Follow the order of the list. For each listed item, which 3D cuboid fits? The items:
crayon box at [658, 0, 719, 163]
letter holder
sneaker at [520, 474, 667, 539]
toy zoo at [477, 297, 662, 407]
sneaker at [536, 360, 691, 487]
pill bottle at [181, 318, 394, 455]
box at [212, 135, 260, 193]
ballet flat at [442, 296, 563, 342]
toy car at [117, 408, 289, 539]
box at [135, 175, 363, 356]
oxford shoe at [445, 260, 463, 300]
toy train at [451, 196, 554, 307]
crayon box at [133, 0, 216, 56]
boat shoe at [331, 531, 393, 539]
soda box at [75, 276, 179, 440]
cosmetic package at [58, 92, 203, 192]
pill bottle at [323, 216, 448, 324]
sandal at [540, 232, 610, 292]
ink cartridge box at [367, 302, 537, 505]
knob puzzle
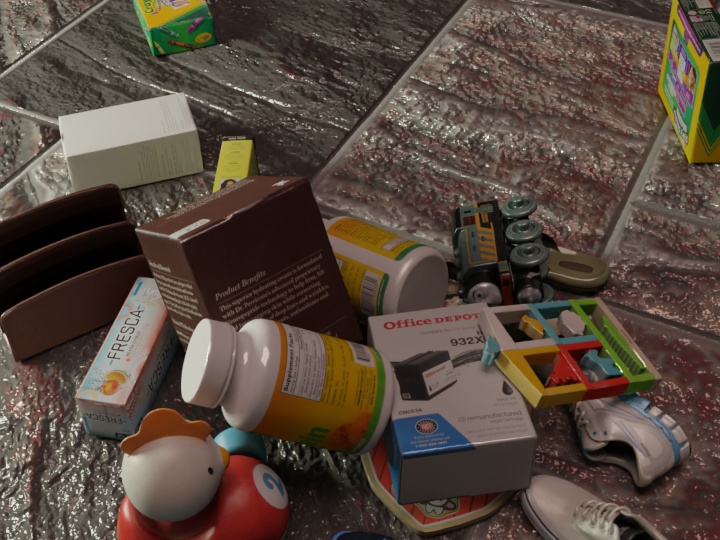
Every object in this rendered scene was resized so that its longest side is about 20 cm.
[{"bbox_3d":[0.510,-0.291,1.471,0.057,0.175,0.202,-4,43,3],"label":"crayon box"},{"bbox_3d":[-0.367,-0.004,1.219,0.197,0.144,0.101,-24,46,-23],"label":"letter holder"},{"bbox_3d":[0.248,0.257,0.968,0.198,0.072,0.073,31,51,30],"label":"sneaker"},{"bbox_3d":[0.214,0.086,1.054,0.197,0.021,0.132,-4,43,-28],"label":"toy zoo"},{"bbox_3d":[0.260,0.159,1.076,0.086,0.076,0.199,-34,51,-23],"label":"sneaker"},{"bbox_3d":[-0.074,0.113,0.984,0.197,0.112,0.112,17,37,-24],"label":"pill bottle"},{"bbox_3d":[-0.176,-0.100,1.368,0.049,0.076,0.202,-3,44,2],"label":"box"},{"bbox_3d":[0.181,0.061,1.175,0.195,0.077,0.064,-1,0,2],"label":"ballet flat"},{"bbox_3d":[-0.159,0.204,0.945,0.173,0.202,0.186,-10,43,-9],"label":"toy car"},{"bbox_3d":[-0.126,0.017,1.107,0.164,0.203,0.163,-27,18,-25],"label":"box"},{"bbox_3d":[0.063,0.006,1.256,0.197,0.058,0.076,16,49,21],"label":"oxford shoe"},{"bbox_3d":[0.169,-0.018,1.184,0.112,0.086,0.201,-10,34,9],"label":"toy train"},{"bbox_3d":[-0.345,-0.474,1.783,0.117,0.059,0.201,-15,45,-14],"label":"crayon box"},{"bbox_3d":[0.003,0.322,0.898,0.067,0.085,0.202,-9,44,9],"label":"boat shoe"},{"bbox_3d":[-0.265,0.101,1.158,0.062,0.069,0.202,7,43,10],"label":"soda box"},{"bbox_3d":[-0.344,-0.189,1.465,0.196,0.082,0.114,-14,44,-11],"label":"cosmetic package"},{"bbox_3d":[0.000,0.000,1.190,0.198,0.114,0.112,22,47,36],"label":"pill bottle"},{"bbox_3d":[0.230,-0.025,1.282,0.197,0.058,0.080,10,44,12],"label":"sandal"},{"bbox_3d":[0.091,0.137,1.048,0.142,0.085,0.202,-7,41,-6],"label":"ink cartridge box"},{"bbox_3d":[0.090,0.198,1.069,0.215,0.031,0.222,-1,43,1],"label":"knob puzzle"}]
